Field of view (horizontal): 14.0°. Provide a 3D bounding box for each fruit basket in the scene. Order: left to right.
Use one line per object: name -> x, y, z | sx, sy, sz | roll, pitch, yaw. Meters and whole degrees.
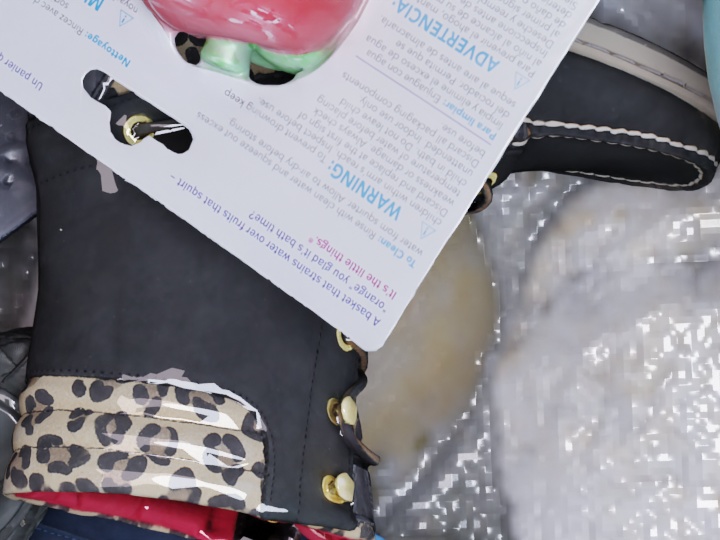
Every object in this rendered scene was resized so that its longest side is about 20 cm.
fruit basket -> -0.011, -0.111, 0.725 | 0.185, 0.094, 0.200 | 34, 103, 21

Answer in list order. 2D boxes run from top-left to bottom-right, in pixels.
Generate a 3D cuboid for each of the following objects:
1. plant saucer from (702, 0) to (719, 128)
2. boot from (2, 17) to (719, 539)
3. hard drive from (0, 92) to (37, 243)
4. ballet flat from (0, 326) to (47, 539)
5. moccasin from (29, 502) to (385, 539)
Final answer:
plant saucer -> 0.184, -0.064, 0.718 | 0.200, 0.027, 0.201 | 0, 92, 3
boot -> 0.000, 0.000, 0.786 | 0.200, 0.073, 0.151 | 10, 75, -17
hard drive -> -0.138, -0.060, 0.818 | 0.200, 0.042, 0.135 | -38, 85, -20
ballet flat -> -0.143, 0.093, 0.831 | 0.066, 0.057, 0.200 | 45, 113, -2
moccasin -> -0.007, 0.110, 0.818 | 0.200, 0.080, 0.068 | 31, 77, 19
